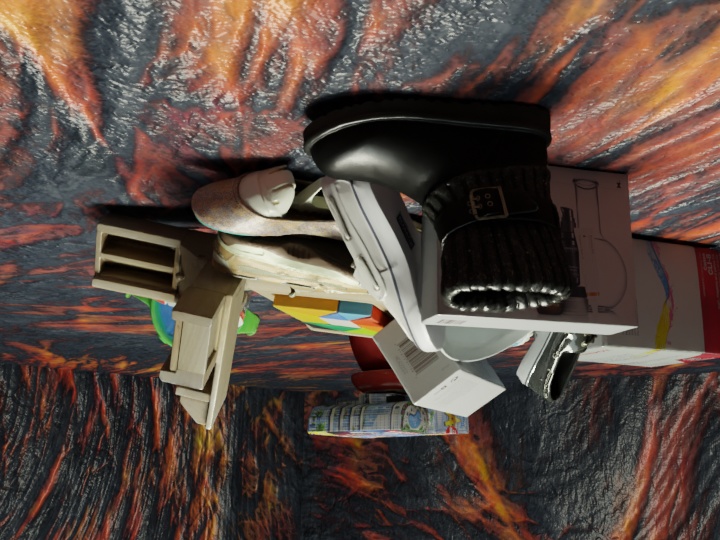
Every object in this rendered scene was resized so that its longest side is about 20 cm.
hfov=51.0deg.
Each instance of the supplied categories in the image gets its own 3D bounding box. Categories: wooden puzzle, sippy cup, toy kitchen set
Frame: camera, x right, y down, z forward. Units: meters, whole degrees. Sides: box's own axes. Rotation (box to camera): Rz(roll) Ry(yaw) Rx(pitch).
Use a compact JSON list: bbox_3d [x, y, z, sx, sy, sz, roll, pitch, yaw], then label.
[{"bbox_3d":[-0.026,0.053,0.950,0.184,0.037,0.200,5,161,22],"label":"wooden puzzle"},{"bbox_3d":[-0.250,0.053,1.132,0.139,0.178,0.130,-38,-169,-17],"label":"sippy cup"},{"bbox_3d":[-0.226,0.062,0.818,0.180,0.164,0.200,12,-157,-1],"label":"toy kitchen set"}]

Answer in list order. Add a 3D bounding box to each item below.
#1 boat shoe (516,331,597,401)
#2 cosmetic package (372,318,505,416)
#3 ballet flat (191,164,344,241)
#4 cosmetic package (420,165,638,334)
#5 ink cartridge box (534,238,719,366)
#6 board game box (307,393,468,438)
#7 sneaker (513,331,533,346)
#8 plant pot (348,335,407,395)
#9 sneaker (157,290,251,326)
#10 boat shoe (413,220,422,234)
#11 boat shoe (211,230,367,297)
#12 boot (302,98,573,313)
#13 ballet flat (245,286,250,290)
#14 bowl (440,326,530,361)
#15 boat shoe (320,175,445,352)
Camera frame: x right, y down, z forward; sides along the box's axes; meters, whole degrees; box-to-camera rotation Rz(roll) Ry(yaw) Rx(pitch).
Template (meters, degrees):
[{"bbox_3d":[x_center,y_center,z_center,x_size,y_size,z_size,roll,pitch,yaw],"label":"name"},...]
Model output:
[{"bbox_3d":[0.249,0.074,0.892,0.068,0.057,0.201,-19,141,-37],"label":"boat shoe"},{"bbox_3d":[0.104,0.118,0.952,0.071,0.102,0.200,-39,152,12],"label":"cosmetic package"},{"bbox_3d":[-0.063,-0.071,0.740,0.199,0.068,0.067,2,148,-29],"label":"ballet flat"},{"bbox_3d":[0.157,-0.022,0.710,0.199,0.152,0.052,4,165,-14],"label":"cosmetic package"},{"bbox_3d":[0.348,0.045,0.992,0.199,0.145,0.145,6,167,-22],"label":"ink cartridge box"},{"bbox_3d":[0.053,0.219,1.148,0.199,0.062,0.200,-8,164,24],"label":"board game box"},{"bbox_3d":[0.198,0.040,0.955,0.090,0.078,0.201,-21,145,-35],"label":"sneaker"},{"bbox_3d":[0.077,0.103,1.187,0.199,0.183,0.200,-1,165,0],"label":"plant pot"},{"bbox_3d":[-0.239,0.006,1.033,0.199,0.082,0.077,27,155,-5],"label":"sneaker"},{"bbox_3d":[-0.017,-0.030,0.866,0.199,0.069,0.075,5,166,-17],"label":"boat shoe"},{"bbox_3d":[-0.057,-0.005,0.793,0.199,0.072,0.076,16,128,-15],"label":"boat shoe"},{"bbox_3d":[0.057,-0.047,0.590,0.210,0.159,0.079,0,167,4],"label":"boot"},{"bbox_3d":[-0.184,-0.019,0.966,0.199,0.068,0.072,8,146,-14],"label":"ballet flat"},{"bbox_3d":[0.142,-0.003,0.840,0.200,0.090,0.202,-24,140,-22],"label":"bowl"},{"bbox_3d":[0.022,-0.008,0.723,0.065,0.201,0.072,-15,-156,28],"label":"boat shoe"}]
